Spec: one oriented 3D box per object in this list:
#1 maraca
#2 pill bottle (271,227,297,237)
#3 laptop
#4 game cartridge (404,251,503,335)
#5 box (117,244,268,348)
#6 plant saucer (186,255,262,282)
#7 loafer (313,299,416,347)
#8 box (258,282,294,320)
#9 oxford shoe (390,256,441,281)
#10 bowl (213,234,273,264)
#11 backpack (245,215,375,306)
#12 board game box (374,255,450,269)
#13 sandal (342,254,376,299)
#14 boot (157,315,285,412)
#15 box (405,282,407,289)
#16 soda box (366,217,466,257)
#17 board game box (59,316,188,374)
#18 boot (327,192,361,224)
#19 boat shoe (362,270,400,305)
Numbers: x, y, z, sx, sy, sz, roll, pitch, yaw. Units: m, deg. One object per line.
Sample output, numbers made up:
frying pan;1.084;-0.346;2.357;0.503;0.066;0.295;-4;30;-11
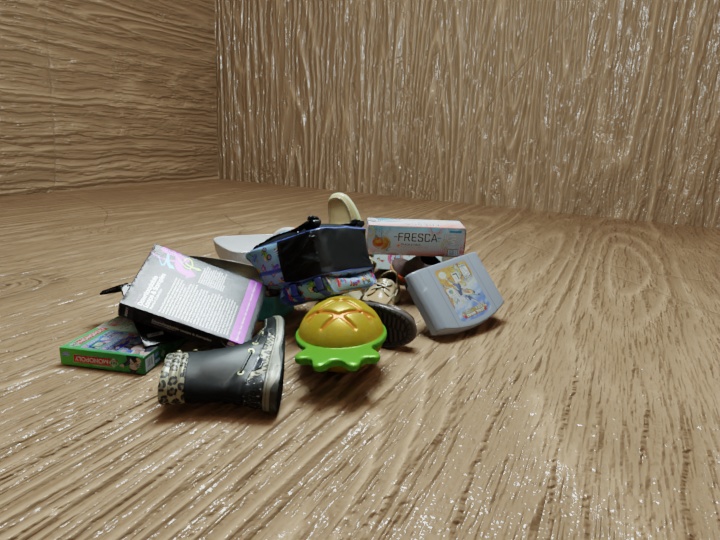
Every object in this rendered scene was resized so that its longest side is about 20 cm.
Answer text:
maraca;-0.029;0.100;0.771;0.136;0.108;0.200;-4;14;2
pill bottle;-0.115;-0.044;1.211;0.109;0.110;0.200;9;8;24
laptop;-0.319;0.062;0.902;0.176;0.104;0.199;-9;-1;-40
game cartridge;0.183;0.045;0.992;0.199;0.134;0.042;-17;-21;-40
box;-0.259;0.046;0.846;0.199;0.036;0.143;23;38;-12
plant saucer;-0.279;0.005;1.130;0.199;0.032;0.200;10;-8;1
loafer;0.013;0.078;0.927;0.199;0.074;0.071;11;18;29
box;-0.235;0.053;1.032;0.199;0.050;0.082;7;15;17
oxford shoe;0.131;-0.008;1.129;0.071;0.073;0.200;-7;17;-30
bowl;-0.254;-0.038;1.329;0.199;0.075;0.199;-7;17;-29
backpack;-0.097;-0.009;0.952;0.199;0.135;0.182;-15;-4;30
board game box;0.119;-0.032;1.306;0.199;0.065;0.147;3;2;22
sandal;0.004;0.004;1.065;0.069;0.078;0.212;-30;23;40
boot;-0.181;0.118;0.727;0.153;0.074;0.204;2;21;-8
box;0.182;0.046;1.152;0.136;0.038;0.200;0;15;-6
soda box;0.111;-0.068;1.087;0.198;0.064;0.068;2;17;-3
board game box;-0.354;0.105;0.853;0.134;0.029;0.200;4;15;9
boot;-0.056;-0.055;1.134;0.072;0.201;0.155;-1;18;28
boat shoe;0.038;0.047;1.070;0.071;0.065;0.200;6;15;12
